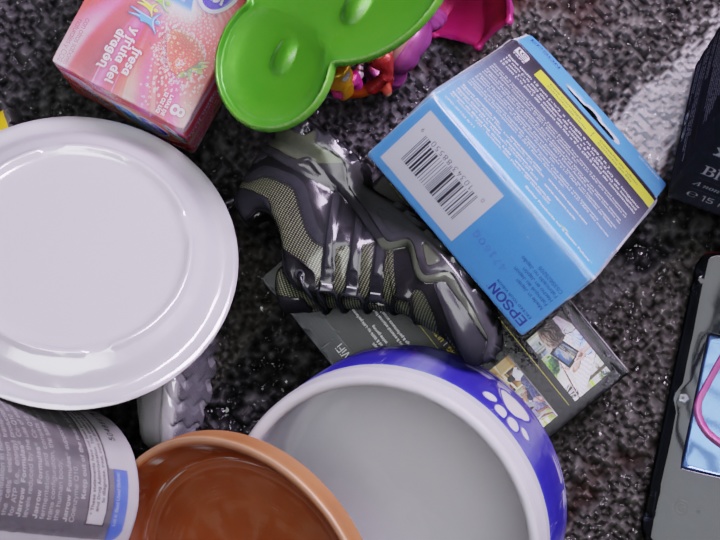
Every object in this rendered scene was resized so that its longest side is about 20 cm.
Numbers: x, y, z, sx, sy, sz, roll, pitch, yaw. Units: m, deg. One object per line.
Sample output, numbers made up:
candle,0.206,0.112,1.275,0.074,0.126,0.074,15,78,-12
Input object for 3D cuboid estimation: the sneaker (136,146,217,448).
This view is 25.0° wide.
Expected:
sneaker,-0.145,0.021,1.050,0.081,0.075,0.202,-10,79,12

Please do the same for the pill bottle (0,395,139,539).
pill bottle,-0.234,0.123,0.923,0.113,0.199,0.115,-12,71,37

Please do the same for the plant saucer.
plant saucer,-0.071,0.191,0.974,0.199,0.032,0.202,9,109,29

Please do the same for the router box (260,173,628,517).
router box,0.053,0.035,1.053,0.149,0.051,0.200,-39,87,-2

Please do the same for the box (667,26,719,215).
box,0.316,-0.105,0.983,0.195,0.200,0.118,20,60,1

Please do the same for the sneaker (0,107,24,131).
sneaker,-0.240,0.000,1.045,0.089,0.070,0.202,-12,82,3

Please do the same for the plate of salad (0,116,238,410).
plate of salad,-0.174,-0.004,0.979,0.198,0.048,0.201,4,60,-7

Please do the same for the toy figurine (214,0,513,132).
toy figurine,0.021,-0.164,1.009,0.150,0.184,0.201,36,102,26

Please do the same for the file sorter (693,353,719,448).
file sorter,0.305,0.043,0.941,0.139,0.200,0.126,34,55,4

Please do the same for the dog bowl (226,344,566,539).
dog bowl,0.023,0.150,0.992,0.199,0.079,0.202,5,104,20

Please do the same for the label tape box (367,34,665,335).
label tape box,0.105,-0.062,1.017,0.143,0.200,0.066,49,118,1

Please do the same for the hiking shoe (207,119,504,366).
hiking shoe,0.000,0.000,1.000,0.200,0.076,0.101,44,96,16

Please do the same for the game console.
game console,0.289,0.102,1.065,0.176,0.031,0.202,13,85,-1

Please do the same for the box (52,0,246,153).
box,-0.105,-0.189,1.042,0.094,0.103,0.201,27,84,0
